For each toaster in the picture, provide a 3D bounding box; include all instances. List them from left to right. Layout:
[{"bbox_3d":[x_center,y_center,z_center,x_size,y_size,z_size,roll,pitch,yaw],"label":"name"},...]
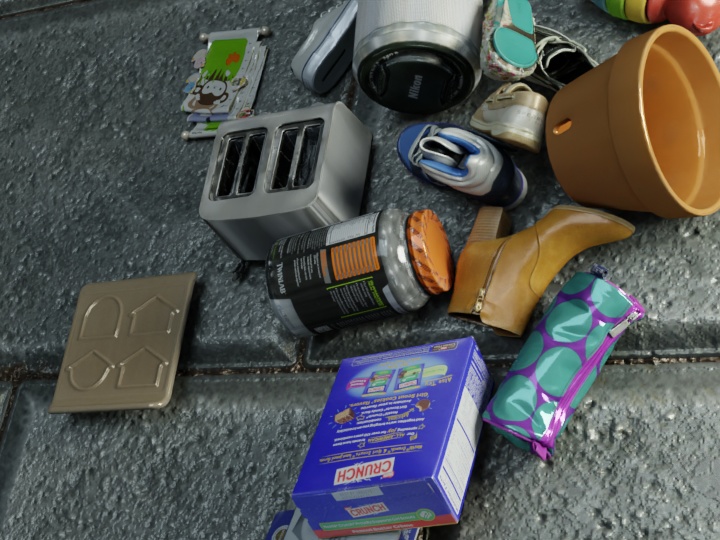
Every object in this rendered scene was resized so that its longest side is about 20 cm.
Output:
[{"bbox_3d":[-0.093,-0.105,1.529,0.180,0.119,0.201,-5,60,28],"label":"toaster"}]

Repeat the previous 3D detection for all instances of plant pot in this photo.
[{"bbox_3d":[0.293,-0.146,1.306,0.139,0.200,0.201,-12,57,42],"label":"plant pot"}]

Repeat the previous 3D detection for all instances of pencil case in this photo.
[{"bbox_3d":[0.212,0.096,1.267,0.201,0.085,0.092,-56,35,-8],"label":"pencil case"}]

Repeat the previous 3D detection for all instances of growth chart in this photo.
[{"bbox_3d":[-0.197,-0.269,1.748,0.144,0.018,0.201,-7,59,27],"label":"growth chart"}]

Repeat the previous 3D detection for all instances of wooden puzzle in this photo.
[{"bbox_3d":[-0.301,0.099,1.581,0.184,0.046,0.201,-6,56,26],"label":"wooden puzzle"}]

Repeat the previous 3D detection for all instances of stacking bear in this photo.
[{"bbox_3d":[0.342,-0.342,1.432,0.200,0.114,0.121,35,53,28],"label":"stacking bear"}]

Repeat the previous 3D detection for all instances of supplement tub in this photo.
[{"bbox_3d":[0.000,0.000,1.417,0.199,0.123,0.123,-14,57,21],"label":"supplement tub"}]

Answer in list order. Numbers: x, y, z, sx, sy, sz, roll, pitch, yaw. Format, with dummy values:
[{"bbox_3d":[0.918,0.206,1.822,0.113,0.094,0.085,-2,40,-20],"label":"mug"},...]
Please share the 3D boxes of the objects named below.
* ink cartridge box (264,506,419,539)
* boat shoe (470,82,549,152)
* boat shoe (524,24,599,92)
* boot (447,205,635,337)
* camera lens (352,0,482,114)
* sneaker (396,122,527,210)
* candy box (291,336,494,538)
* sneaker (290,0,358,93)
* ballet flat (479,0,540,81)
[{"bbox_3d":[-0.047,0.313,1.264,0.199,0.041,0.200,-10,38,30],"label":"ink cartridge box"},{"bbox_3d":[0.178,-0.180,1.397,0.200,0.073,0.070,-122,53,-76],"label":"boat shoe"},{"bbox_3d":[0.240,-0.251,1.462,0.071,0.064,0.200,-44,50,0],"label":"boat shoe"},{"bbox_3d":[0.197,0.005,1.347,0.200,0.071,0.145,3,71,34],"label":"boot"},{"bbox_3d":[0.074,-0.311,1.528,0.159,0.160,0.201,-10,59,24],"label":"camera lens"},{"bbox_3d":[0.093,-0.143,1.424,0.200,0.146,0.081,32,93,36],"label":"sneaker"},{"bbox_3d":[0.038,0.174,1.277,0.168,0.077,0.201,-12,34,29],"label":"candy box"},{"bbox_3d":[-0.024,-0.335,1.652,0.200,0.073,0.071,-50,55,-4],"label":"sneaker"},{"bbox_3d":[0.170,-0.260,1.431,0.064,0.075,0.200,-54,10,34],"label":"ballet flat"}]
